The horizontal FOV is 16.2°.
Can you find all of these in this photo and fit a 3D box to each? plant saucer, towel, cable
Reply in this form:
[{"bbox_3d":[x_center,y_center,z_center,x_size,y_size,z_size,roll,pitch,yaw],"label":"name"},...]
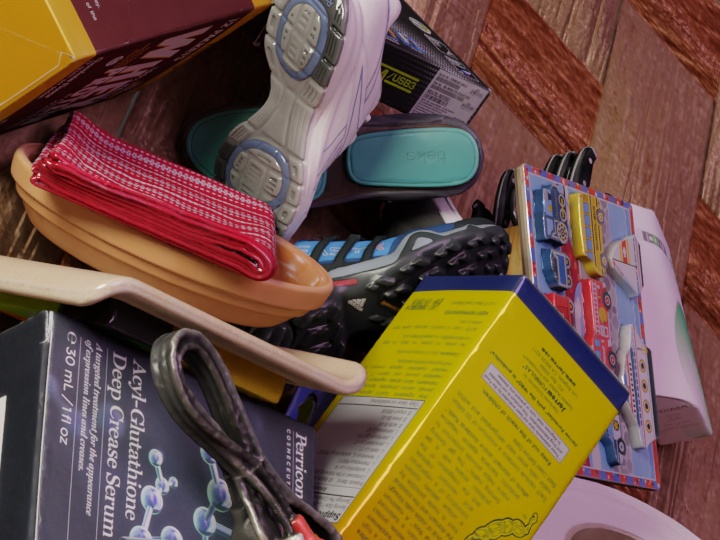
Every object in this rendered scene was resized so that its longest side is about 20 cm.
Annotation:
[{"bbox_3d":[-0.112,-0.017,1.464,0.199,0.038,0.200,23,10,-4],"label":"plant saucer"},{"bbox_3d":[-0.113,-0.045,1.441,0.144,0.023,0.200,24,9,-6],"label":"towel"},{"bbox_3d":[-0.044,0.116,1.318,0.097,0.050,0.201,-32,110,-51],"label":"cable"}]

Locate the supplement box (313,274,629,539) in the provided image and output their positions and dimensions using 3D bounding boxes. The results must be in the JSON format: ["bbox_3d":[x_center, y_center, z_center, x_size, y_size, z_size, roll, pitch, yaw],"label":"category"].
[{"bbox_3d":[0.044,0.111,1.476,0.110,0.109,0.200,47,67,-23],"label":"supplement box"}]

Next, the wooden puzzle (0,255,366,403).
[{"bbox_3d":[-0.123,0.033,1.394,0.199,0.184,0.037,21,81,-41],"label":"wooden puzzle"}]

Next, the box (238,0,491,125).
[{"bbox_3d":[-0.033,-0.182,1.679,0.199,0.048,0.193,21,23,-43],"label":"box"}]

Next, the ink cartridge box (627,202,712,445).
[{"bbox_3d":[0.207,0.023,1.852,0.200,0.050,0.162,58,20,-65],"label":"ink cartridge box"}]

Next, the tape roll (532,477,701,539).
[{"bbox_3d":[0.155,0.215,1.546,0.201,0.071,0.203,25,24,-12],"label":"tape roll"}]

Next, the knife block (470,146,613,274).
[{"bbox_3d":[0.129,0.008,1.699,0.064,0.175,0.200,48,-2,-34],"label":"knife block"}]

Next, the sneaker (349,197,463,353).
[{"bbox_3d":[0.021,-0.007,1.684,0.200,0.099,0.071,-122,-169,-52],"label":"sneaker"}]

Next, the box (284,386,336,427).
[{"bbox_3d":[0.006,0.158,1.571,0.200,0.048,0.122,48,36,-19],"label":"box"}]

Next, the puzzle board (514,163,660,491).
[{"bbox_3d":[0.154,0.039,1.671,0.150,0.017,0.202,14,68,-54],"label":"puzzle board"}]

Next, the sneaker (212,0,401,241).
[{"bbox_3d":[-0.027,-0.092,1.564,0.074,0.201,0.087,42,33,28],"label":"sneaker"}]

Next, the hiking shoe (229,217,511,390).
[{"bbox_3d":[0.000,0.000,1.568,0.199,0.075,0.087,-19,44,-26],"label":"hiking shoe"}]

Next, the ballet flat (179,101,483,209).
[{"bbox_3d":[-0.020,-0.074,1.647,0.198,0.073,0.073,1,58,-7],"label":"ballet flat"}]

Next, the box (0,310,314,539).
[{"bbox_3d":[-0.129,0.135,1.356,0.199,0.107,0.149,27,52,-40],"label":"box"}]

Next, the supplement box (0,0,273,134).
[{"bbox_3d":[-0.192,-0.198,1.484,0.200,0.132,0.198,-25,88,-55],"label":"supplement box"}]
